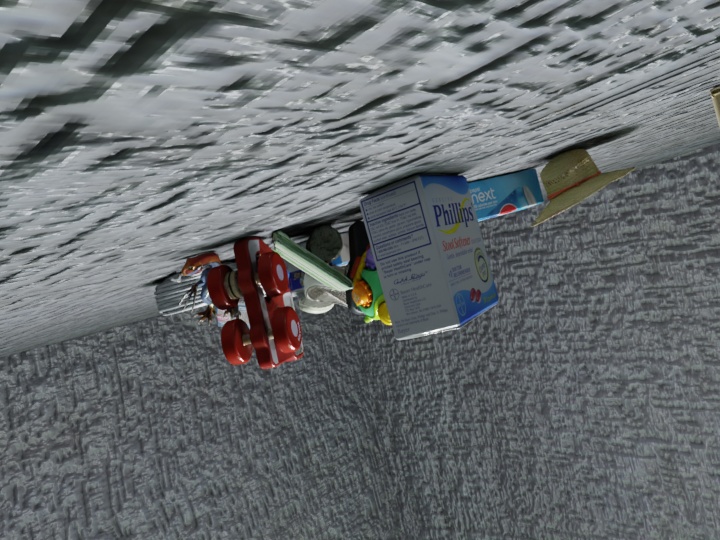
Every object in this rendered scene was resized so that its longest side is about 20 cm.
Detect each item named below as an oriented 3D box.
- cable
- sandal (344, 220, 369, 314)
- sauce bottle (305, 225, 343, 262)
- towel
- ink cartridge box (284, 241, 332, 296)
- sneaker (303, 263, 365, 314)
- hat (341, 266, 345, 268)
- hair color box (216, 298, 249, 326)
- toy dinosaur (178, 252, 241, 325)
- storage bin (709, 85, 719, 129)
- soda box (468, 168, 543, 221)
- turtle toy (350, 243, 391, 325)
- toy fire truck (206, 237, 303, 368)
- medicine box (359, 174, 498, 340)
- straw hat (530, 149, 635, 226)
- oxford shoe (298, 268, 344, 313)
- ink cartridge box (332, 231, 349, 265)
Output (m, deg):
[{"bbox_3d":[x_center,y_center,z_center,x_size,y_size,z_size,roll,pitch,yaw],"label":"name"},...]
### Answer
[{"bbox_3d":[-0.318,0.036,1.225,0.197,0.071,0.197,-16,179,-44],"label":"cable"},{"bbox_3d":[0.001,0.000,1.121,0.075,0.204,0.043,29,134,-28],"label":"sandal"},{"bbox_3d":[-0.072,-0.044,1.120,0.063,0.067,0.200,-15,-178,-9],"label":"sauce bottle"},{"bbox_3d":[-0.086,-0.012,1.036,0.024,0.150,0.200,-57,-175,-8],"label":"towel"},{"bbox_3d":[-0.152,0.004,1.293,0.195,0.103,0.039,-15,166,21],"label":"ink cartridge box"},{"bbox_3d":[-0.021,0.027,1.207,0.195,0.086,0.073,17,131,-26],"label":"sneaker"},{"bbox_3d":[0.021,-0.058,1.554,0.195,0.083,0.201,-21,172,-3],"label":"hat"},{"bbox_3d":[-0.257,0.062,1.407,0.097,0.062,0.201,4,-157,7],"label":"hair color box"},{"bbox_3d":[-0.256,0.015,1.027,0.101,0.203,0.185,-1,134,-9],"label":"toy dinosaur"},{"bbox_3d":[0.583,-0.171,0.775,0.195,0.206,0.092,-16,177,41],"label":"storage bin"},{"bbox_3d":[0.252,-0.137,1.133,0.196,0.070,0.064,-16,180,-30],"label":"soda box"},{"bbox_3d":[0.041,-0.010,1.003,0.099,0.205,0.146,21,-174,-3],"label":"turtle toy"},{"bbox_3d":[-0.147,0.052,0.952,0.109,0.206,0.168,-14,179,13],"label":"toy fire truck"},{"bbox_3d":[0.104,-0.025,0.869,0.101,0.206,0.181,-15,180,31],"label":"medicine box"},{"bbox_3d":[0.368,-0.164,1.056,0.197,0.087,0.201,-30,179,0],"label":"straw hat"},{"bbox_3d":[-0.078,0.042,1.329,0.073,0.059,0.199,17,-156,18],"label":"oxford shoe"},{"bbox_3d":[-0.089,-0.031,1.404,0.196,0.069,0.115,-18,179,37],"label":"ink cartridge box"}]
